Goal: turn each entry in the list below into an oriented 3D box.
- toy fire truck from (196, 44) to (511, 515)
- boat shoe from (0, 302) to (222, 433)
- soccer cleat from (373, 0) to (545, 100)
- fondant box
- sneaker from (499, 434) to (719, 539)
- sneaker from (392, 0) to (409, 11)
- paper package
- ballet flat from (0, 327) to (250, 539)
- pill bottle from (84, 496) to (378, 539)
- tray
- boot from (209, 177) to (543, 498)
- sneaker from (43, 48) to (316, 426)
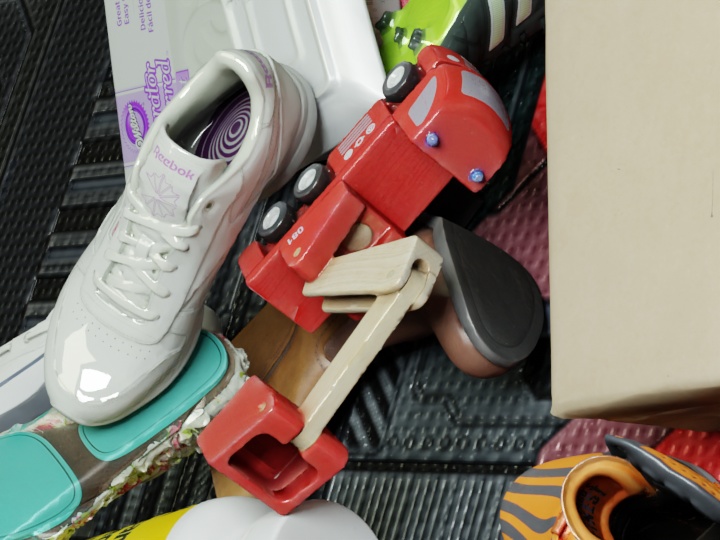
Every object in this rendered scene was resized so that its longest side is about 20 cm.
[{"bbox_3d":[0.000,0.000,1.212,0.200,0.049,0.141,-48,27,10],"label":"toy fire truck"},{"bbox_3d":[-0.152,0.043,1.458,0.200,0.073,0.066,-24,54,37],"label":"boat shoe"},{"bbox_3d":[0.073,-0.136,1.304,0.200,0.081,0.068,-54,26,8],"label":"soccer cleat"},{"bbox_3d":[-0.059,-0.127,1.415,0.200,0.058,0.145,-7,89,54],"label":"fondant box"},{"bbox_3d":[0.108,0.099,1.087,0.200,0.112,0.078,8,72,51],"label":"sneaker"},{"bbox_3d":[0.069,-0.180,1.368,0.200,0.074,0.087,-49,47,26],"label":"sneaker"},{"bbox_3d":[0.171,-0.040,1.077,0.190,0.103,0.201,-11,75,46],"label":"paper package"},{"bbox_3d":[-0.138,0.100,1.299,0.199,0.064,0.076,-28,58,-11],"label":"ballet flat"},{"bbox_3d":[-0.082,0.171,1.260,0.200,0.112,0.113,-21,52,40],"label":"pill bottle"},{"bbox_3d":[-0.046,-0.154,1.329,0.107,0.022,0.201,-31,70,51],"label":"tray"},{"bbox_3d":[-0.011,0.048,1.297,0.200,0.068,0.189,-49,39,16],"label":"boot"},{"bbox_3d":[-0.098,-0.022,1.256,0.075,0.100,0.201,29,88,15],"label":"sneaker"}]
